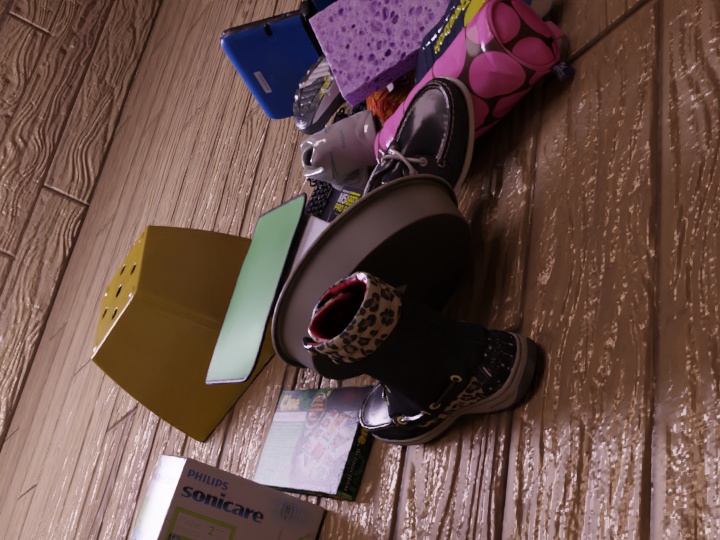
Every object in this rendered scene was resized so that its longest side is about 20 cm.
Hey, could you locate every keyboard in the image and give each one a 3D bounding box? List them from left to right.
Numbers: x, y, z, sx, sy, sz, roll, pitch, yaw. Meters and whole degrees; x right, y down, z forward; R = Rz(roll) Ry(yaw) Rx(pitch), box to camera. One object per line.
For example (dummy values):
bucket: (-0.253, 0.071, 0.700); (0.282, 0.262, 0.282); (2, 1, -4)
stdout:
keyboard: (-0.031, -0.141, 1.326); (0.201, 0.021, 0.127); (-64, 22, 1)

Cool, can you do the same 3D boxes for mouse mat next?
mouse mat: (-0.110, 0.022, 1.104); (0.161, 0.007, 0.201); (-16, 54, 65)

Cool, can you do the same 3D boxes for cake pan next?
cake pan: (0.016, 0.013, 0.870); (0.037, 0.200, 0.201); (44, 112, 28)

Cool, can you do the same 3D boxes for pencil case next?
pencil case: (0.097, -0.154, 0.969); (0.094, 0.091, 0.200); (-30, -8, -45)

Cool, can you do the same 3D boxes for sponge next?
sponge: (0.048, -0.268, 1.104); (0.199, 0.030, 0.112); (-30, 64, 18)

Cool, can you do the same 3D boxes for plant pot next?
plant pot: (-0.228, 0.059, 1.351); (0.200, 0.176, 0.201); (-50, 26, 31)

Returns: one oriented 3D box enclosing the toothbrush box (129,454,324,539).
toothbrush box: (-0.139, 0.285, 0.956); (0.086, 0.145, 0.201); (-16, 52, 62)

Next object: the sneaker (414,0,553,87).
sneaker: (0.110, -0.211, 1.019); (0.200, 0.082, 0.074); (131, 140, -56)

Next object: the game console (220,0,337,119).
game console: (-0.069, -0.299, 1.325); (0.170, 0.200, 0.119); (-12, 66, 10)

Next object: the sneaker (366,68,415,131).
sneaker: (0.044, -0.169, 1.152); (0.201, 0.072, 0.078); (-96, 13, -54)

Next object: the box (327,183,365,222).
box: (0.000, 0.000, 1.078); (0.161, 0.044, 0.200); (-65, 22, -1)

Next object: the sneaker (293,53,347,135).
sneaker: (-0.002, -0.232, 1.249); (0.074, 0.085, 0.201); (10, 64, 54)

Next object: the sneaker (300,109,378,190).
sneaker: (-0.029, -0.127, 1.166); (0.200, 0.080, 0.071); (126, 130, -80)

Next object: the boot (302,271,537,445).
boot: (0.018, 0.069, 0.818); (0.203, 0.153, 0.074); (-30, 41, 53)

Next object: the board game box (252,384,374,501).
board game box: (-0.045, 0.165, 1.032); (0.200, 0.023, 0.105); (-14, 56, 62)

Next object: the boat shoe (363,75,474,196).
boat shoe: (0.038, -0.073, 0.923); (0.074, 0.060, 0.201); (34, 112, 33)

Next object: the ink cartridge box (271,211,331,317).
ink cartridge box: (-0.053, 0.001, 1.072); (0.110, 0.050, 0.200); (-66, 21, 2)
